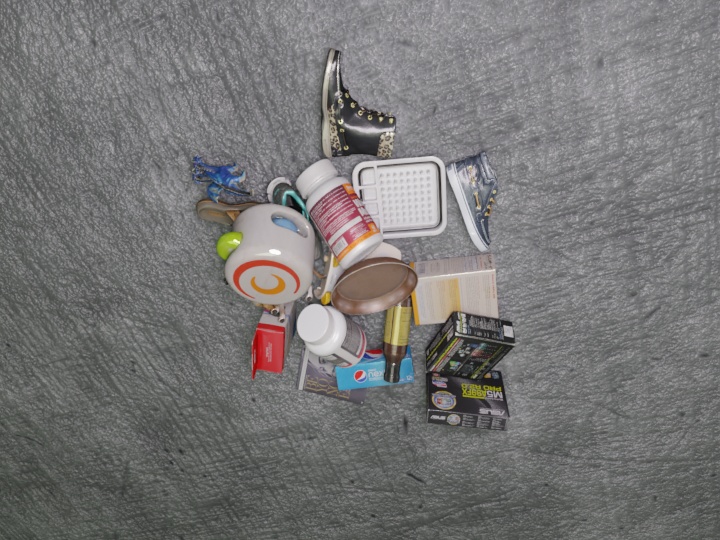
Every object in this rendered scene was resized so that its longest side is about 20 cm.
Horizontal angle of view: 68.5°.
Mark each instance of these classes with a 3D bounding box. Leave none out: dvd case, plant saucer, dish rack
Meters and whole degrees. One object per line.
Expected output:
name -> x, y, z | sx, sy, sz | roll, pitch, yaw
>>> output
dvd case -> -0.069, 0.276, 1.401 | 0.192, 0.016, 0.153 | 14, 120, -1
plant saucer -> 0.027, 0.030, 1.131 | 0.192, 0.036, 0.203 | -12, 149, -7
dish rack -> 0.085, -0.157, 1.124 | 0.191, 0.044, 0.178 | -3, 118, 8

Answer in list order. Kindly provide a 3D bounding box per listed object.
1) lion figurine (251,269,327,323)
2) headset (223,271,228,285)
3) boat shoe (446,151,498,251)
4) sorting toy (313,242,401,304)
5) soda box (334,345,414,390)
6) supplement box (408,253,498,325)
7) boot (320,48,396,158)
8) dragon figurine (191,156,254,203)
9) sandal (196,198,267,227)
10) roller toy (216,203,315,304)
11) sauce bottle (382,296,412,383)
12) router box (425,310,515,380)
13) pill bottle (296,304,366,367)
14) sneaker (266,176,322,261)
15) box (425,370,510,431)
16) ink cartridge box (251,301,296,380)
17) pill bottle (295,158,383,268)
lion figurine -> -0.166, 0.030, 1.193 | 0.196, 0.125, 0.073 | -33, 137, 9
headset -> -0.249, -0.045, 1.222 | 0.123, 0.094, 0.200 | 42, 101, -10
boat shoe -> 0.253, -0.139, 1.096 | 0.088, 0.072, 0.205 | -19, 114, 21
sorting toy -> 0.000, 0.000, 1.207 | 0.173, 0.108, 0.206 | 4, 122, -19
soda box -> 0.036, 0.244, 1.329 | 0.191, 0.065, 0.071 | -7, 110, 4
supplement box -> 0.212, 0.044, 1.203 | 0.191, 0.074, 0.130 | -5, 120, 11
boot -> -0.002, -0.316, 1.030 | 0.147, 0.075, 0.210 | 4, 124, 0
dragon figurine -> -0.289, -0.181, 1.099 | 0.096, 0.200, 0.061 | -15, 131, -28
sandal -> -0.260, -0.108, 1.125 | 0.191, 0.056, 0.083 | 9, 148, 0
roller toy -> -0.179, -0.034, 1.073 | 0.174, 0.144, 0.203 | -6, 143, 8
sauce bottle -> 0.083, 0.160, 1.252 | 0.062, 0.065, 0.209 | 8, 98, 2
router box -> 0.249, 0.180, 1.233 | 0.144, 0.064, 0.202 | 10, 144, -10
pill bottle -> -0.067, 0.149, 1.222 | 0.107, 0.115, 0.200 | -18, 153, 15
sneaker -> -0.135, -0.099, 1.143 | 0.076, 0.091, 0.204 | -35, 116, -11
box -> 0.257, 0.308, 1.297 | 0.191, 0.162, 0.046 | 5, 121, 5
ink cartridge box -> -0.200, 0.152, 1.238 | 0.064, 0.202, 0.120 | 7, 122, 2
pill bottle -> -0.046, -0.117, 1.085 | 0.108, 0.109, 0.204 | -36, 82, 24
